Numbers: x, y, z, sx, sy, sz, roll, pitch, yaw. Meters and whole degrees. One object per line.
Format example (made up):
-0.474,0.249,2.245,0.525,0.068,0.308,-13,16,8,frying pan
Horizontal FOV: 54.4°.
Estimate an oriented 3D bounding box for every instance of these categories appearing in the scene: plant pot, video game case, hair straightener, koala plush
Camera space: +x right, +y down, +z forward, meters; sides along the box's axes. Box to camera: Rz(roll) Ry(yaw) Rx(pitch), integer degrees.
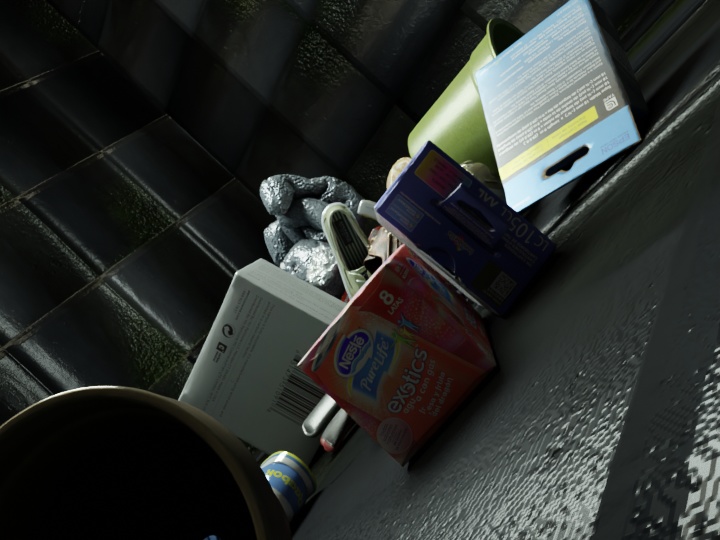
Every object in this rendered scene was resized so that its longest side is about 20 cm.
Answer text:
-0.118,0.177,0.418,0.200,0.200,0.174,-48,-17,-3,plant pot
0.092,-0.068,1.050,0.200,0.179,0.023,-41,-31,-83,video game case
0.168,-0.192,0.943,0.189,0.201,0.200,-36,6,35,plant pot
-0.004,0.110,0.814,0.201,0.077,0.041,-53,33,-5,hair straightener
-0.067,-0.031,1.135,0.179,0.180,0.203,94,170,-55,koala plush

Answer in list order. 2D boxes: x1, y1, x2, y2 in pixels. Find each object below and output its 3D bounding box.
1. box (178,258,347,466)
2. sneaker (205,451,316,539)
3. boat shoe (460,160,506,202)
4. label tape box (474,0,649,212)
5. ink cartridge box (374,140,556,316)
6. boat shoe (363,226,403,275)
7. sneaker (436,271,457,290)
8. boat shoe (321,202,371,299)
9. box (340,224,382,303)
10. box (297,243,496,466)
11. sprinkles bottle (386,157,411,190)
-0.107,0.122,0.952,0.201,0.198,0.131,-63,-2,11,box
-0.127,0.266,0.716,0.201,0.074,0.082,-51,0,28,sneaker
0.125,-0.093,0.848,0.074,0.070,0.199,-18,-17,31,boat shoe
0.204,-0.157,0.707,0.143,0.063,0.203,-32,50,36,label tape box
0.085,-0.034,0.610,0.077,0.136,0.200,-51,-1,4,ink cartridge box
0.037,-0.010,0.786,0.071,0.069,0.203,80,-173,-54,boat shoe
0.115,-0.019,0.850,0.082,0.079,0.199,-20,-10,-44,sneaker
0.000,0.000,0.986,0.071,0.202,0.062,-30,8,3,boat shoe
0.027,0.042,1.084,0.203,0.098,0.095,-65,-4,11,box
0.033,0.051,0.548,0.095,0.102,0.200,-48,-2,9,box
0.134,-0.112,1.058,0.198,0.069,0.068,12,-46,-35,sprinkles bottle
